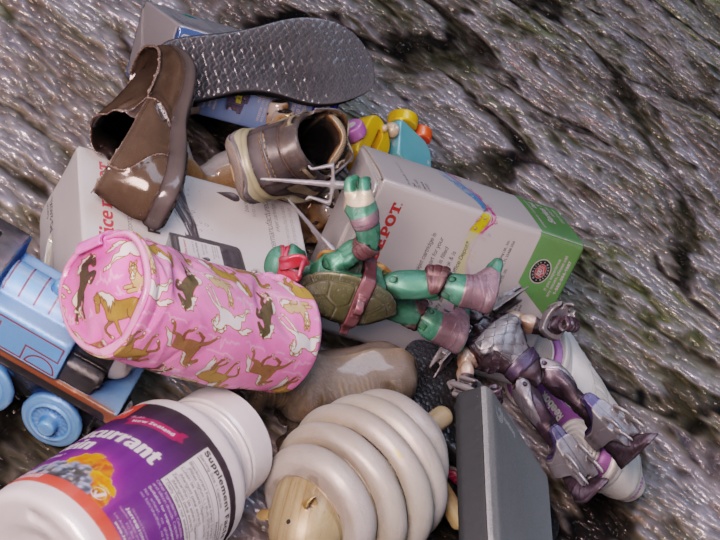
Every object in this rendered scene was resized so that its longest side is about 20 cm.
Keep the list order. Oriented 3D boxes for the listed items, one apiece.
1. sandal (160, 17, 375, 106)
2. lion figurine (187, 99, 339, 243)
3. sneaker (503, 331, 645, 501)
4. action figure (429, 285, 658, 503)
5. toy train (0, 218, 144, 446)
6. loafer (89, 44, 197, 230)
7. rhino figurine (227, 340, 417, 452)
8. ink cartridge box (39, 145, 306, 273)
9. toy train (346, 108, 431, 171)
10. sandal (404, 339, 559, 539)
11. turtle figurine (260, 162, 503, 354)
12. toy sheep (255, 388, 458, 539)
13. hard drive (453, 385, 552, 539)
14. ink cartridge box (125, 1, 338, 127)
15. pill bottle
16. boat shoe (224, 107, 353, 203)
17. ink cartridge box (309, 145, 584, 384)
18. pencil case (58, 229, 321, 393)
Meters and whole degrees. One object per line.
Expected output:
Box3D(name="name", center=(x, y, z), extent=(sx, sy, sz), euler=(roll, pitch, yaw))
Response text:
Box3D(name="sandal", center=(-0.086, -0.180, 1.355), extent=(0.199, 0.043, 0.077), euler=(-1, 89, -15))
Box3D(name="lion figurine", center=(-0.112, -0.082, 1.360), extent=(0.198, 0.123, 0.072), euler=(-2, 21, -18))
Box3D(name="sneaker", center=(0.189, 0.125, 1.373), extent=(0.099, 0.075, 0.201), euler=(34, 25, -41))
Box3D(name="action figure", center=(0.143, 0.088, 1.264), extent=(0.130, 0.069, 0.200), euler=(-40, 80, -16))
Box3D(name="toy train", center=(-0.239, 0.039, 1.083), extent=(0.199, 0.115, 0.087), euler=(30, 36, -4))
Box3D(name="loafer", center=(-0.172, -0.118, 1.213), extent=(0.071, 0.073, 0.201), euler=(19, 35, -20))
Box3D(name="rhino figurine", center=(-0.043, 0.095, 1.191), extent=(0.199, 0.088, 0.060), euler=(-3, 44, -28))
Box3D(name="ink cartridge box", center=(-0.145, -0.001, 1.231), extent=(0.199, 0.084, 0.146), euler=(14, 39, -26))
Box3D(name="toy train", center=(0.017, -0.073, 1.463), extent=(0.200, 0.055, 0.151), euler=(-30, 108, -60))
Box3D(name="sandal", center=(0.086, 0.149, 1.278), extent=(0.075, 0.045, 0.201), euler=(-26, 80, -45))
Box3D(name="turtle figurine", center=(0.000, 0.000, 1.191), extent=(0.199, 0.150, 0.101), euler=(19, 70, -11))
Box3D(name="toy sheep", center=(0.005, 0.154, 1.129), extent=(0.138, 0.138, 0.200), euler=(42, 41, 13))
Box3D(name="hard drive", center=(0.109, 0.205, 1.144), extent=(0.140, 0.033, 0.201), euler=(55, 26, -42))
Box3D(name="ink cartridge box", center=(-0.103, -0.178, 1.442), extent=(0.199, 0.077, 0.136), euler=(12, 14, -25))
Box3D(name="pill bottle", center=(-0.146, 0.152, 1.024), extent=(0.111, 0.112, 0.200), euler=(41, 36, 12))
Box3D(name="boat shoe", center=(-0.039, -0.094, 1.268), extent=(0.200, 0.073, 0.075), euler=(-33, 108, -68))
Box3D(name="ink cartridge box", center=(0.067, -0.004, 1.336), extent=(0.199, 0.146, 0.084), euler=(17, 22, -22))
Box3D(name="pencil case", center=(-0.112, 0.030, 1.055), extent=(0.086, 0.083, 0.199), euler=(38, 12, 34))
